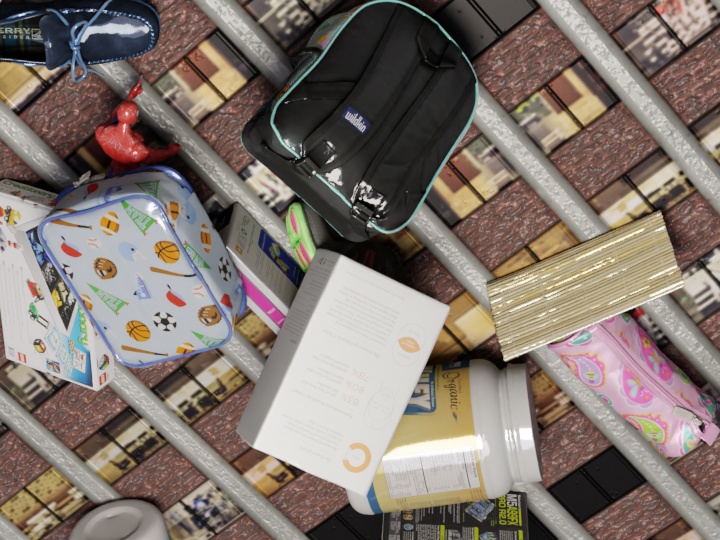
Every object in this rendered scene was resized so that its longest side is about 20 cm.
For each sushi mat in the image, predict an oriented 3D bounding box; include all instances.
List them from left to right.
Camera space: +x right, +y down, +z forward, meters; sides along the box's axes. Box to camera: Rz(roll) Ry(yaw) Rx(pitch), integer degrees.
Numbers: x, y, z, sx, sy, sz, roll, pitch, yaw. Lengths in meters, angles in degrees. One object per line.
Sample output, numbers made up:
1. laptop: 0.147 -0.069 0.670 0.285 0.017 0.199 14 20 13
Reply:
1. sushi mat: 0.221 0.015 1.698 0.199 0.096 0.012 -24 145 15

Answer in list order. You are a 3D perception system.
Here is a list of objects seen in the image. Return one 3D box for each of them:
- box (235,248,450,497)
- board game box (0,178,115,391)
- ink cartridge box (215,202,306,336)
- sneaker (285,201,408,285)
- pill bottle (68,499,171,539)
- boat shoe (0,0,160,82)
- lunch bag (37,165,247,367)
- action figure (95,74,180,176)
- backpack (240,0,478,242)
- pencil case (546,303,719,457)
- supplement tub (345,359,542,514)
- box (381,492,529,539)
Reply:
1. box: -0.018 0.096 1.638 0.124 0.097 0.201 25 88 -15
2. board game box: -0.315 0.015 1.731 0.126 0.035 0.201 17 123 27
3. ink cartridge box: -0.074 0.028 1.718 0.037 0.095 0.200 -38 110 21
4. sneaker: 0.000 0.000 1.723 0.084 0.077 0.200 -46 105 -10
5. pill bottle: -0.250 0.365 1.904 0.110 0.111 0.201 -8 117 8
6. boat shoe: -0.290 -0.214 1.614 0.199 0.069 0.085 -6 118 7
7. lunch bag: -0.211 -0.006 1.622 0.160 0.076 0.201 -13 120 25
8. action figure: -0.218 -0.105 1.669 0.065 0.099 0.200 28 143 14
9. backpack: 0.004 -0.146 1.578 0.176 0.153 0.200 39 77 -15
10. pencil case: 0.282 0.107 1.744 0.200 0.088 0.087 43 113 -16
11. supplement tub: 0.082 0.170 1.758 0.199 0.145 0.145 -9 118 8
12. box: 0.099 0.307 1.800 0.159 0.200 0.044 4 119 1
